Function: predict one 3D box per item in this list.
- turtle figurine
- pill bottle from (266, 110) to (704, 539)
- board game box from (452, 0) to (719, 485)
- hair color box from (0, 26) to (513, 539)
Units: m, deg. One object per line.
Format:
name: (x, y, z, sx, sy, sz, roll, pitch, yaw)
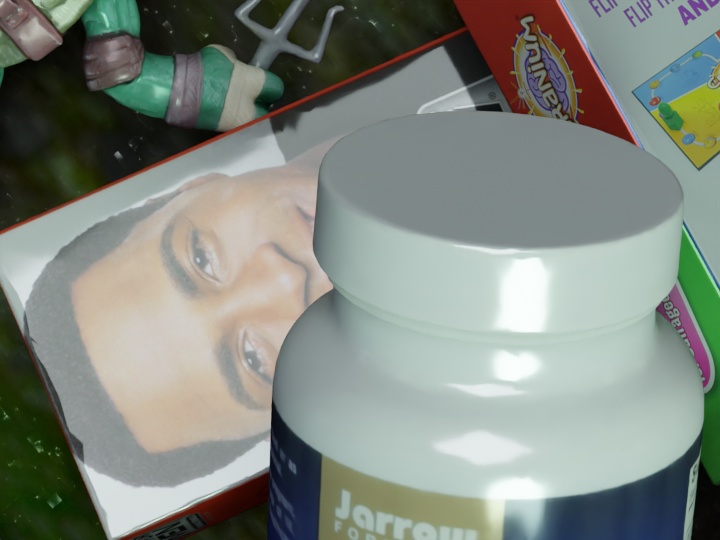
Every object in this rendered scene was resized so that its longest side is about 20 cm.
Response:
turtle figurine: (-0.106, -0.088, 0.810, 0.200, 0.101, 0.150, -40, 66, 6)
pill bottle: (0.032, 0.066, 0.721, 0.116, 0.116, 0.200, 3, 114, 3)
board game box: (0.116, -0.058, 0.778, 0.153, 0.040, 0.200, -22, 81, -36)
hair color box: (0.000, 0.000, 0.805, 0.200, 0.061, 0.102, -25, 80, -2)
